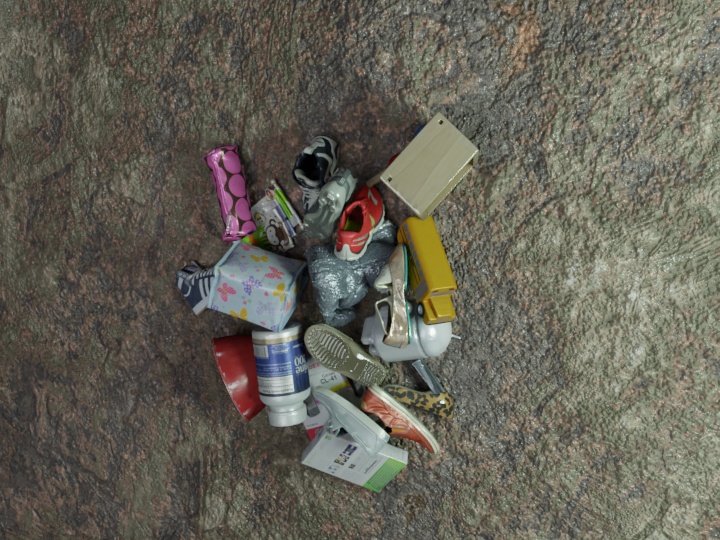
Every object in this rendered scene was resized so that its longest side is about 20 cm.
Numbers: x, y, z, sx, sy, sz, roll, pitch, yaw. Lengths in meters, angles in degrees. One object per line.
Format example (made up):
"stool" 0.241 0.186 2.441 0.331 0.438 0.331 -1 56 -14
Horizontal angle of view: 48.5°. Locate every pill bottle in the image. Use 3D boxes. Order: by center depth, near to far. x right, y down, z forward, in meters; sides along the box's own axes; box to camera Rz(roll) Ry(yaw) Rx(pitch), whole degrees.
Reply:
"pill bottle" -0.163 0.217 1.679 0.109 0.111 0.204 -3 97 24

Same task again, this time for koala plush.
"koala plush" 0.000 0.000 1.612 0.196 0.184 0.181 -15 78 0

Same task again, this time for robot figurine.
"robot figurine" 0.101 0.123 1.625 0.197 0.114 0.170 -9 140 25

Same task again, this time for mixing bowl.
"mixing bowl" -0.242 0.222 1.786 0.107 0.200 0.203 -24 96 -4

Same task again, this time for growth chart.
"growth chart" -0.207 -0.085 1.753 0.199 0.018 0.145 -40 89 29

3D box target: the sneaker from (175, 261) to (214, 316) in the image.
"sneaker" -0.345 0.010 1.811 0.199 0.070 0.109 -40 89 33

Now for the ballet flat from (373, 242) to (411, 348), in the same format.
"ballet flat" 0.060 0.047 1.528 0.066 0.068 0.204 -2 78 -6

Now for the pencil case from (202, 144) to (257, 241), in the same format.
"pencil case" -0.280 -0.165 1.703 0.090 0.093 0.204 -14 91 31

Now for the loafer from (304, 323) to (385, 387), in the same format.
"loafer" -0.038 0.175 1.663 0.199 0.068 0.076 37 93 -20

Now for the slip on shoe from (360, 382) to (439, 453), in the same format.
"slip on shoe" 0.080 0.310 1.624 0.199 0.074 0.061 40 88 -13

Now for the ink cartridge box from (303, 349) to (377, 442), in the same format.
"ink cartridge box" -0.069 0.270 1.764 0.146 0.086 0.203 -20 99 28

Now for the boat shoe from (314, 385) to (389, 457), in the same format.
"boat shoe" -0.032 0.310 1.642 0.199 0.070 0.072 31 77 31

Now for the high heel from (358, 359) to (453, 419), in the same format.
"high heel" 0.092 0.297 1.681 0.199 0.071 0.144 -36 85 3

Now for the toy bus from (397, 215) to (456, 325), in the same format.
"toy bus" 0.132 0.000 1.548 0.079 0.064 0.203 123 136 -54

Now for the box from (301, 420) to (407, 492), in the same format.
"box" -0.014 0.408 1.746 0.197 0.037 0.145 25 133 -12

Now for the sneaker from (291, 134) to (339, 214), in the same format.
"sneaker" -0.099 -0.166 1.615 0.078 0.129 0.202 21 114 17

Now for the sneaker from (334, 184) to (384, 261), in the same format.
"sneaker" 0.002 -0.108 1.553 0.075 0.202 0.086 9 136 9

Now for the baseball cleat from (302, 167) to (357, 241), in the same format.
"baseball cleat" -0.052 -0.130 1.560 0.069 0.107 0.200 39 153 -3

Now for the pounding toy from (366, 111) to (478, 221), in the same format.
"pounding toy" 0.108 -0.190 1.492 0.142 0.200 0.184 44 96 5

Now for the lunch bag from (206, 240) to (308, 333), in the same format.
"lunch bag" -0.205 0.024 1.669 0.167 0.201 0.129 18 118 2
